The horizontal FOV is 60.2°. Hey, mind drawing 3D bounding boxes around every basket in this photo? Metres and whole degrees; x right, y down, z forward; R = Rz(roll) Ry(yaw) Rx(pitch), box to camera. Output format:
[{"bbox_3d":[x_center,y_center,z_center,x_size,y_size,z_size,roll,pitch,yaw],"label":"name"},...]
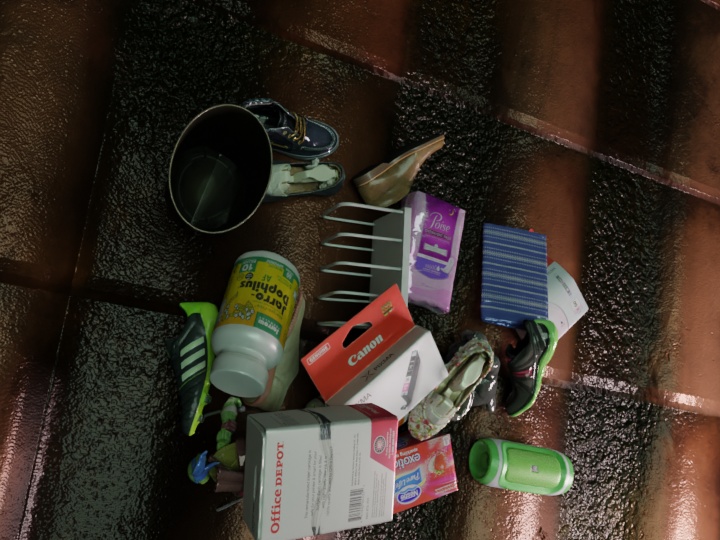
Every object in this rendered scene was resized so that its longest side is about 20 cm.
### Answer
[{"bbox_3d":[-0.224,-0.131,0.925,0.134,0.199,0.184,24,77,-20],"label":"basket"}]

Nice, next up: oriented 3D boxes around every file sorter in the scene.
[{"bbox_3d":[0.000,0.000,1.049,0.121,0.138,0.206,5,83,-20],"label":"file sorter"}]

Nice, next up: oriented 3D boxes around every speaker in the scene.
[{"bbox_3d":[0.305,0.373,1.179,0.196,0.088,0.091,16,79,-22],"label":"speaker"}]

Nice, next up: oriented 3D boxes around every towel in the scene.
[{"bbox_3d":[0.302,0.014,1.222,0.141,0.024,0.205,10,71,-12],"label":"towel"}]

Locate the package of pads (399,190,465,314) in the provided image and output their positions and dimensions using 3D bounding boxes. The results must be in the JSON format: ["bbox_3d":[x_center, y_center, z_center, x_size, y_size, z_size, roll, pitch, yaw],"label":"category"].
[{"bbox_3d":[0.119,-0.031,1.139,0.118,0.075,0.205,17,78,-24],"label":"package of pads"}]

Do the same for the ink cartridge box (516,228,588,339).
[{"bbox_3d":[0.357,0.041,1.254,0.161,0.057,0.203,-36,104,-23],"label":"ink cartridge box"}]

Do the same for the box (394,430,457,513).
[{"bbox_3d":[0.058,0.346,1.063,0.195,0.095,0.102,-9,90,-24],"label":"box"}]

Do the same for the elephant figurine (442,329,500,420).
[{"bbox_3d":[0.142,0.199,1.107,0.196,0.143,0.157,-22,62,-21],"label":"elephant figurine"}]

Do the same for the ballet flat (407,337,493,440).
[{"bbox_3d":[0.148,0.195,1.020,0.075,0.064,0.202,37,86,-6],"label":"ballet flat"}]

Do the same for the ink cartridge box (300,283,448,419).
[{"bbox_3d":[0.028,0.150,0.952,0.199,0.043,0.176,-37,117,-20],"label":"ink cartridge box"}]

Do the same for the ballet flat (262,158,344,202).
[{"bbox_3d":[-0.113,-0.157,1.050,0.195,0.073,0.075,-6,87,-24],"label":"ballet flat"}]

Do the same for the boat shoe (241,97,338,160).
[{"bbox_3d":[-0.117,-0.235,1.043,0.195,0.090,0.073,3,84,-24],"label":"boat shoe"}]

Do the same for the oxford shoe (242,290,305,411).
[{"bbox_3d":[-0.131,0.132,1.027,0.074,0.070,0.204,36,68,-44],"label":"oxford shoe"}]

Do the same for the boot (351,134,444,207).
[{"bbox_3d":[0.080,-0.184,1.144,0.198,0.073,0.077,-34,105,-14],"label":"boot"}]

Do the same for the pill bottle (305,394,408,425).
[{"bbox_3d":[-0.026,0.247,1.028,0.197,0.109,0.112,-25,95,-24],"label":"pill bottle"}]

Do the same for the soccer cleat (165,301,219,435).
[{"bbox_3d":[-0.263,0.148,0.957,0.079,0.068,0.205,7,71,-7],"label":"soccer cleat"}]

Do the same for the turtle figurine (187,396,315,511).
[{"bbox_3d":[-0.153,0.262,0.927,0.189,0.201,0.147,-9,65,-4],"label":"turtle figurine"}]

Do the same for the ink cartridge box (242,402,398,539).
[{"bbox_3d":[-0.054,0.266,0.836,0.196,0.084,0.149,2,93,-29],"label":"ink cartridge box"}]

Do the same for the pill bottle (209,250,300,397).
[{"bbox_3d":[-0.163,0.081,0.945,0.111,0.113,0.204,25,52,-20],"label":"pill bottle"}]

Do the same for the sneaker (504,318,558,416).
[{"bbox_3d":[0.311,0.182,1.192,0.082,0.077,0.205,16,104,4],"label":"sneaker"}]
